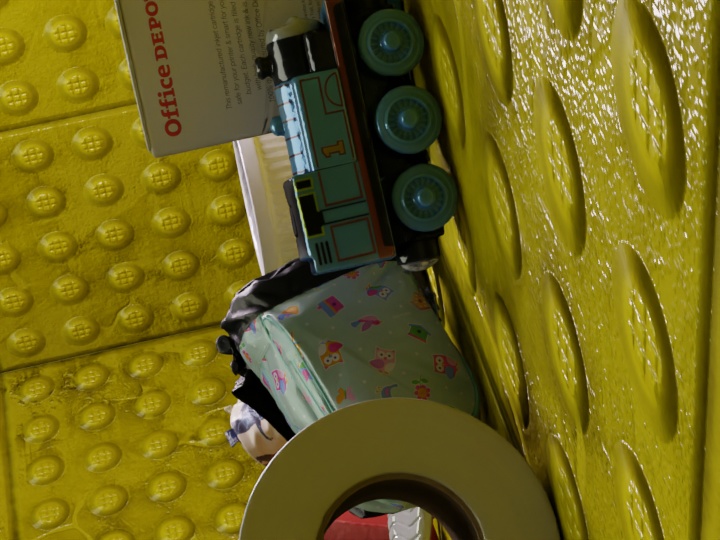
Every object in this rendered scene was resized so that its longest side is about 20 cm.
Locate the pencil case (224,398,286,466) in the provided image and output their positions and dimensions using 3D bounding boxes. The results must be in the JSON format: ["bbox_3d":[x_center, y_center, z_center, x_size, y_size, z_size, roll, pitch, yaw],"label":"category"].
[{"bbox_3d":[-0.055,0.120,1.901,0.089,0.200,0.078,45,-161,-1],"label":"pencil case"}]

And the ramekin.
[{"bbox_3d":[-0.083,-0.094,2.124,0.200,0.104,0.201,168,90,-85],"label":"ramekin"}]

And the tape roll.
[{"bbox_3d":[0.021,0.190,1.154,0.139,0.201,0.204,103,154,-78],"label":"tape roll"}]

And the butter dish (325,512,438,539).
[{"bbox_3d":[0.013,0.300,1.795,0.148,0.199,0.201,-54,-41,-53],"label":"butter dish"}]

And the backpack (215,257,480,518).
[{"bbox_3d":[0.002,0.081,1.337,0.201,0.166,0.127,59,163,22],"label":"backpack"}]

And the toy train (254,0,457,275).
[{"bbox_3d":[-0.004,-0.093,1.232,0.087,0.114,0.201,169,88,-84],"label":"toy train"}]

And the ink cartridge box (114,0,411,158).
[{"bbox_3d":[-0.073,-0.181,1.305,0.086,0.199,0.147,-112,12,-61],"label":"ink cartridge box"}]

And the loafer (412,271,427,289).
[{"bbox_3d":[0.030,0.071,1.476,0.073,0.071,0.201,93,163,-71],"label":"loafer"}]

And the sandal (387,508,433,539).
[{"bbox_3d":[0.057,0.160,1.557,0.082,0.049,0.204,139,132,-67],"label":"sandal"}]
